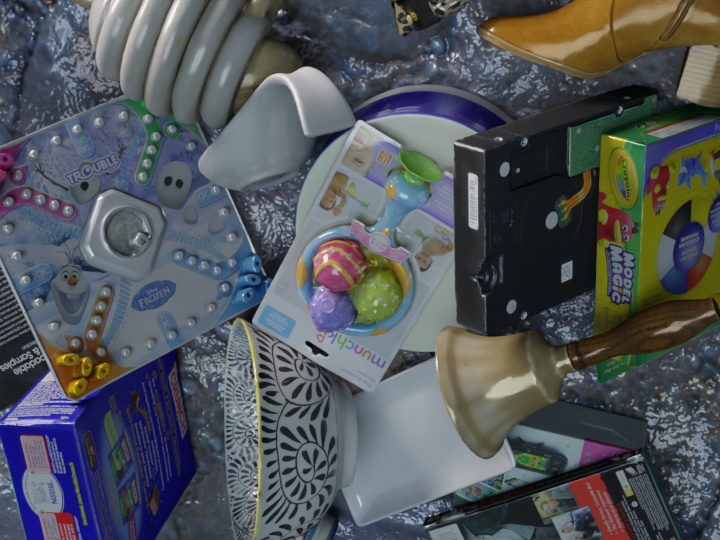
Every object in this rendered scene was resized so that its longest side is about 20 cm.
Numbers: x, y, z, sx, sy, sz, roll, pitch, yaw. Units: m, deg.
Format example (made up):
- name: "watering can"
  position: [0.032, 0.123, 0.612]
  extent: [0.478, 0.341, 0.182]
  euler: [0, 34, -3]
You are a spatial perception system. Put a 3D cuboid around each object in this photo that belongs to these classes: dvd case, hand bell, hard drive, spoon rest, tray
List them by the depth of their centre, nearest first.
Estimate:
- name: "hand bell"
  position: [0.164, 0.058, 0.971]
  extent: [0.199, 0.104, 0.105]
  euler: [-22, 106, 24]
- name: "hard drive"
  position: [0.148, -0.049, 0.982]
  extent: [0.038, 0.199, 0.141]
  euler: [22, 124, 46]
- name: "spoon rest"
  position: [-0.062, -0.106, 1.006]
  extent: [0.099, 0.200, 0.061]
  euler: [-16, 87, -24]
- name: "dvd case"
  position: [0.170, 0.241, 1.114]
  extent: [0.198, 0.022, 0.147]
  euler: [-23, 105, 18]
- name: "tray"
  position: [0.046, 0.141, 1.127]
  extent: [0.199, 0.022, 0.108]
  euler: [-30, 78, 43]

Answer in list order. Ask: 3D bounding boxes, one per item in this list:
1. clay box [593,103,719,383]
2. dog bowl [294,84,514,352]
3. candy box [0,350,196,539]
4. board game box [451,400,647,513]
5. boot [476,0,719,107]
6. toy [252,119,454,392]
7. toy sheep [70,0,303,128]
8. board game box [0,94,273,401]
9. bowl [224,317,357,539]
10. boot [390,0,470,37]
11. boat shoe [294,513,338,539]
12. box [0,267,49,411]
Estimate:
- name: "clay box"
  position: [0.230, -0.015, 1.011]
  extent: [0.047, 0.114, 0.202]
  euler: [21, 122, 46]
- name: "dog bowl"
  position: [0.050, -0.040, 1.061]
  extent: [0.198, 0.079, 0.202]
  euler: [5, 113, 11]
- name: "candy box"
  position: [-0.215, 0.153, 1.134]
  extent: [0.076, 0.200, 0.171]
  euler: [-1, 113, 16]
- name: "board game box"
  position: [0.153, 0.213, 1.152]
  extent: [0.146, 0.064, 0.202]
  euler: [12, 115, 9]
- name: "boot"
  position: [0.195, -0.210, 0.971]
  extent: [0.199, 0.071, 0.145]
  euler: [14, 109, 3]
- name: "toy"
  position: [0.000, 0.000, 1.019]
  extent: [0.114, 0.047, 0.201]
  euler: [30, 115, 1]
- name: "toy sheep"
  position: [-0.136, -0.182, 1.020]
  extent: [0.198, 0.138, 0.139]
  euler: [24, 115, 4]
- name: "board game box"
  position: [-0.185, -0.030, 1.056]
  extent: [0.026, 0.199, 0.202]
  euler: [-10, 105, 60]
- name: "bowl"
  position: [-0.057, 0.140, 1.122]
  extent: [0.093, 0.201, 0.203]
  euler: [0, 115, -14]
- name: "boot"
  position: [0.005, -0.245, 0.993]
  extent: [0.199, 0.073, 0.151]
  euler: [-26, 104, 15]
- name: "boat shoe"
  position: [-0.088, 0.298, 1.244]
  extent: [0.072, 0.072, 0.201]
  euler: [27, 106, 6]
- name: "box"
  position: [-0.343, 0.026, 1.203]
  extent: [0.142, 0.036, 0.201]
  euler: [-25, 103, 22]
